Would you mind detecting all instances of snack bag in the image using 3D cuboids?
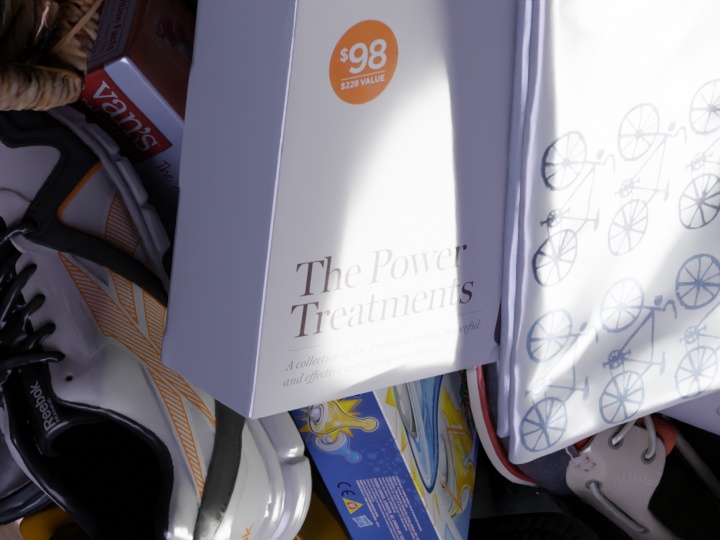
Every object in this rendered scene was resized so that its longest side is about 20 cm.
[{"bbox_3d":[0.128,-0.046,0.691,0.199,0.021,0.189,-17,124,-28],"label":"snack bag"}]

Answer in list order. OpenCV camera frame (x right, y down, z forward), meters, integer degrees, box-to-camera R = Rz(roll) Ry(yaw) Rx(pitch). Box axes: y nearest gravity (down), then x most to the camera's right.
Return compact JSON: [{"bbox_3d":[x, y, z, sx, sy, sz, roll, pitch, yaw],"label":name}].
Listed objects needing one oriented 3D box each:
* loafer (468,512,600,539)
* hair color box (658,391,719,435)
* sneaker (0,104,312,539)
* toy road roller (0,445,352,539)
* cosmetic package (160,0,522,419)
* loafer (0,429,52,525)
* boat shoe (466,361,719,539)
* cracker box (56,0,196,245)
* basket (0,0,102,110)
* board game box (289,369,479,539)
[{"bbox_3d":[0.043,0.142,0.913,0.071,0.073,0.200,40,159,-26],"label":"loafer"},{"bbox_3d":[0.213,0.033,0.837,0.199,0.061,0.099,21,134,-11],"label":"hair color box"},{"bbox_3d":[-0.097,0.016,0.723,0.200,0.080,0.074,50,118,11],"label":"sneaker"},{"bbox_3d":[-0.088,0.122,0.879,0.200,0.146,0.123,-21,111,39],"label":"toy road roller"},{"bbox_3d":[0.038,-0.048,0.677,0.200,0.052,0.151,-12,116,-39],"label":"cosmetic package"},{"bbox_3d":[-0.113,0.041,0.815,0.200,0.073,0.072,-23,108,22],"label":"loafer"},{"bbox_3d":[0.100,0.069,0.877,0.062,0.071,0.200,-2,142,31],"label":"boat shoe"},{"bbox_3d":[-0.122,-0.017,0.837,0.200,0.058,0.134,-21,129,27],"label":"cracker box"},{"bbox_3d":[-0.142,-0.149,0.600,0.148,0.143,0.201,9,94,0],"label":"basket"},{"bbox_3d":[0.000,0.000,0.783,0.034,0.136,0.200,-8,133,18],"label":"board game box"}]
